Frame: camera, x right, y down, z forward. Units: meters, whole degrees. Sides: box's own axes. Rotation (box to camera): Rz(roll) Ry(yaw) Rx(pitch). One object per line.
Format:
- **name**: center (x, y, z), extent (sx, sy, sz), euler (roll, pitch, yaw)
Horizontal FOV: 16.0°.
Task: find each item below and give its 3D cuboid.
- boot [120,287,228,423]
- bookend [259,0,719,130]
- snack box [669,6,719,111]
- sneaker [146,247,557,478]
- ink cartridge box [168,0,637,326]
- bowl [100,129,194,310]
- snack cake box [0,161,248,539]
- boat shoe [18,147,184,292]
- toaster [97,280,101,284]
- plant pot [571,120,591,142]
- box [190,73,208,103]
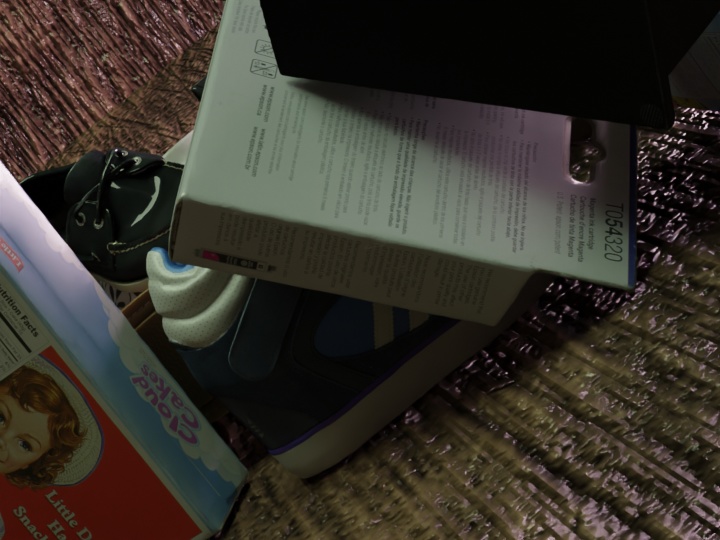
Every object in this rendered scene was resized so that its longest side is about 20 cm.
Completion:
- **boot**: center (-0.096, 0.036, 1.338), extent (0.200, 0.074, 0.155), euler (-47, 7, 28)
- **bookend**: center (0.084, -0.165, 1.130), extent (0.199, 0.093, 0.199), euler (11, 43, 33)
- **snack box**: center (0.219, -0.148, 1.199), extent (0.168, 0.068, 0.200), euler (-41, 10, -4)
- **sneaker**: center (-0.003, -0.018, 1.182), extent (0.200, 0.147, 0.081), euler (-41, 12, -11)
- **ink cartridge box**: center (0.024, -0.055, 1.158), extent (0.197, 0.198, 0.044), euler (-81, 5, -53)
- **bowl**: center (-0.094, -0.025, 1.550), extent (0.201, 0.094, 0.201), euler (-44, 0, 0)
- **snack cake box**: center (-0.161, 0.062, 1.226), extent (0.115, 0.200, 0.067), euler (-33, 12, 22)
- **boat shoe**: center (-0.140, -0.037, 1.427), extent (0.075, 0.066, 0.199), euler (-57, 24, -13)
- **toaster**: center (-0.222, 0.055, 1.572), extent (0.200, 0.113, 0.130), euler (-60, -19, -58)
- **plant pot**: center (0.101, -0.169, 1.382), extent (0.200, 0.175, 0.200), euler (-36, 12, 9)
- **box**: center (0.007, -0.162, 1.825), extent (0.200, 0.050, 0.198), euler (-42, 33, -19)
